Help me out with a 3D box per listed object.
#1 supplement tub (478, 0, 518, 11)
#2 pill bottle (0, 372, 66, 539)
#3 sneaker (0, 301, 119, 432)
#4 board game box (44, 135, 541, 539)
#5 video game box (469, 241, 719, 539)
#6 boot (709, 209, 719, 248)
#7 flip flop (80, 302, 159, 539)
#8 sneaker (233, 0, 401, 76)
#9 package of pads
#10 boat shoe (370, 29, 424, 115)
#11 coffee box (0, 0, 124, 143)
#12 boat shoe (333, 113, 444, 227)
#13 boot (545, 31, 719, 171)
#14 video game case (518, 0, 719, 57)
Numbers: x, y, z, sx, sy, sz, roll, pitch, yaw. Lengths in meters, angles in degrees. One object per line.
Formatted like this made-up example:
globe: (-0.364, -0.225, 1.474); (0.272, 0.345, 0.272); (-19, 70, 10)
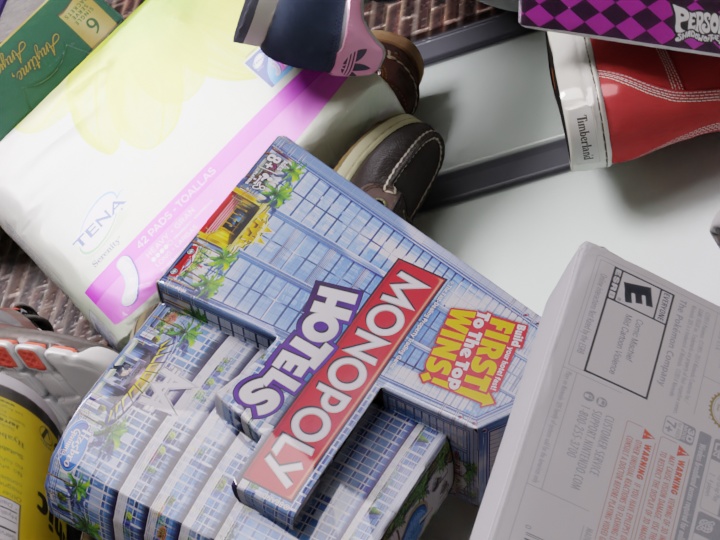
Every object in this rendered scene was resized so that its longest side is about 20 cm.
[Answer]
supplement tub: (0.089, -0.267, 1.078); (0.201, 0.144, 0.145); (-62, 30, 19)
pill bottle: (-0.190, 0.145, 0.856); (0.110, 0.112, 0.201); (-22, 36, 9)
sneaker: (-0.189, 0.043, 1.018); (0.198, 0.078, 0.082); (0, 38, 34)
board game box: (-0.003, 0.058, 0.813); (0.198, 0.062, 0.200); (22, 55, 21)
video game box: (0.128, 0.106, 0.647); (0.181, 0.047, 0.201); (24, 49, 0)
boot: (0.241, -0.018, 0.803); (0.096, 0.074, 0.199); (-48, 30, -15)
flip flop: (-0.099, 0.097, 0.893); (0.058, 0.081, 0.201); (-41, 30, 30)
sneaker: (-0.001, -0.182, 0.996); (0.081, 0.070, 0.201); (23, 60, -4)
package of pads: (-0.097, -0.065, 1.019); (0.200, 0.068, 0.154); (-45, 61, -4)
boat shoe: (-0.061, -0.092, 1.093); (0.198, 0.071, 0.071); (-11, 35, 24)
coffee box: (-0.221, -0.091, 1.143); (0.123, 0.044, 0.200); (-50, 7, -28)
boat shoe: (0.000, 0.000, 0.949); (0.064, 0.074, 0.201); (19, 53, 22)
boot: (0.169, -0.123, 0.986); (0.143, 0.073, 0.201); (-10, 32, 5)
video game case: (0.203, -0.151, 0.931); (0.198, 0.036, 0.181); (13, 32, 26)
